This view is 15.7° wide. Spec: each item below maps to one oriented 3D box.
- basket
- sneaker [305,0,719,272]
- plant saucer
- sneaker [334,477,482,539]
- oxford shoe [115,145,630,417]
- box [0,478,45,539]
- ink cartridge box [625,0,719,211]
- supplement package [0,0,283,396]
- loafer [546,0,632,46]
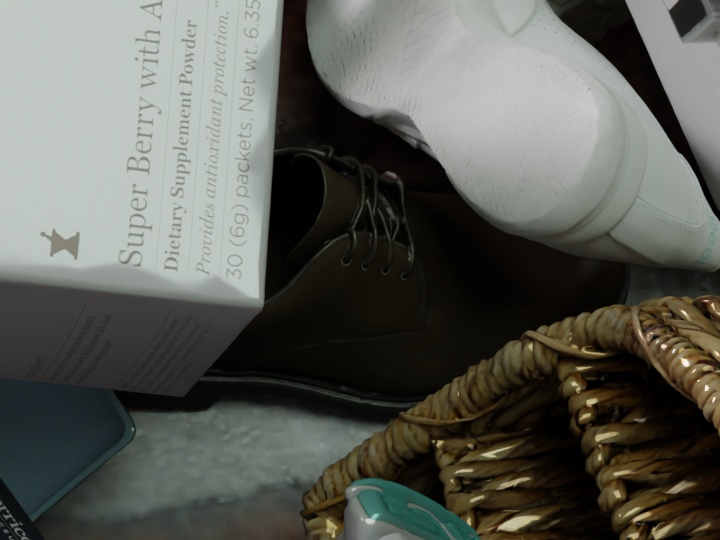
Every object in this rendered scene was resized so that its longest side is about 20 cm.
[{"bbox_3d":[0.086,0.109,0.724,0.149,0.143,0.200,-5,60,-19],"label":"basket"},{"bbox_3d":[0.050,-0.057,0.850,0.088,0.075,0.200,25,20,-37],"label":"sneaker"},{"bbox_3d":[-0.138,-0.009,0.815,0.200,0.070,0.019,57,19,19],"label":"plant saucer"},{"bbox_3d":[0.025,0.151,0.675,0.078,0.091,0.200,27,24,-39],"label":"sneaker"},{"bbox_3d":[0.000,0.000,0.831,0.200,0.084,0.073,-5,59,-20],"label":"oxford shoe"},{"bbox_3d":[-0.101,0.156,0.673,0.200,0.079,0.141,51,22,17],"label":"box"},{"bbox_3d":[0.148,-0.138,0.822,0.147,0.083,0.200,-23,87,-26],"label":"ink cartridge box"},{"bbox_3d":[-0.130,-0.043,0.712,0.200,0.120,0.121,6,75,-12],"label":"supplement package"},{"bbox_3d":[0.108,-0.142,0.929,0.200,0.070,0.070,-31,70,-8],"label":"loafer"}]
